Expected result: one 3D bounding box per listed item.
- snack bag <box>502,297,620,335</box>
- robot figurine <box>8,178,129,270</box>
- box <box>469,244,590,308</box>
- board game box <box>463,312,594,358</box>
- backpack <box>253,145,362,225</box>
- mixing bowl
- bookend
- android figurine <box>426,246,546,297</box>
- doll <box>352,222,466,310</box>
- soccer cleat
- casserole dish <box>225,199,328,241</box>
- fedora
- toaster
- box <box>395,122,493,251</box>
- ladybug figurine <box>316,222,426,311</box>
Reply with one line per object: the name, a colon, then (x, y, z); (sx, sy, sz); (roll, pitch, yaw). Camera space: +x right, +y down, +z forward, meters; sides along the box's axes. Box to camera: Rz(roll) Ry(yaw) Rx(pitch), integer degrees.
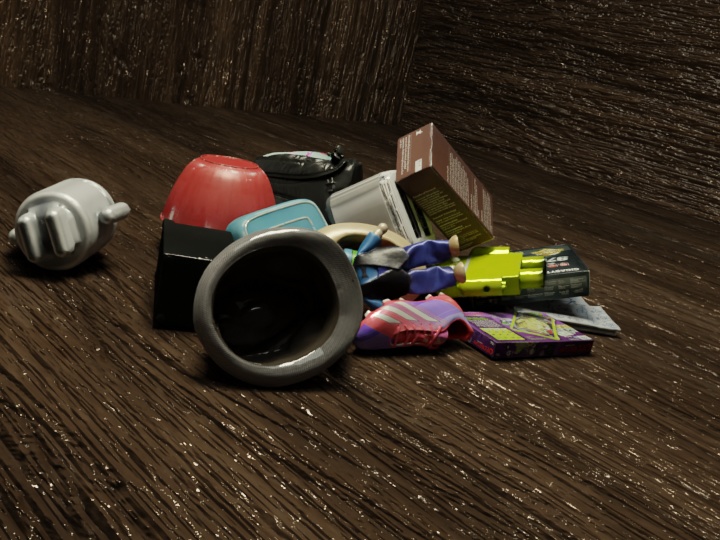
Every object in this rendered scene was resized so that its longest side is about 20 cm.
snack bag: (0.328, 0.059, 1.511); (0.186, 0.022, 0.200); (9, 15, -5)
robot figurine: (-0.420, -0.069, 1.262); (0.167, 0.114, 0.200); (-7, 15, 6)
box: (0.277, 0.008, 1.500); (0.197, 0.047, 0.159); (-6, 17, 3)
board game box: (0.237, 0.094, 1.309); (0.198, 0.033, 0.120); (2, 22, -33)
backpack: (-0.103, -0.136, 1.567); (0.197, 0.169, 0.127); (10, -7, 17)
mixing bowl: (-0.220, -0.125, 1.428); (0.197, 0.110, 0.200); (11, 13, -3)
bookend: (-0.178, 0.009, 1.196); (0.196, 0.093, 0.200); (8, 14, -16)
android figurine: (0.196, 0.004, 1.405); (0.197, 0.042, 0.182); (-1, 19, 16)
doll: (0.047, -0.004, 1.268); (0.197, 0.138, 0.048); (-10, -10, -6)
soccer cleat: (0.074, 0.079, 1.189); (0.199, 0.067, 0.077); (-11, 47, -46)
casserole dish: (-0.117, -0.048, 1.358); (0.199, 0.122, 0.039); (-22, -9, -39)
fedora: (-0.104, 0.046, 1.033); (0.198, 0.179, 0.090); (-26, 0, -24)
toaster: (0.033, -0.077, 1.423); (0.128, 0.202, 0.113); (-23, -4, 29)
box: (0.140, -0.132, 1.433); (0.074, 0.200, 0.101); (-20, 44, 28)
ladybug figurine: (0.000, 0.000, 1.326); (0.197, 0.137, 0.072); (14, -24, -3)
